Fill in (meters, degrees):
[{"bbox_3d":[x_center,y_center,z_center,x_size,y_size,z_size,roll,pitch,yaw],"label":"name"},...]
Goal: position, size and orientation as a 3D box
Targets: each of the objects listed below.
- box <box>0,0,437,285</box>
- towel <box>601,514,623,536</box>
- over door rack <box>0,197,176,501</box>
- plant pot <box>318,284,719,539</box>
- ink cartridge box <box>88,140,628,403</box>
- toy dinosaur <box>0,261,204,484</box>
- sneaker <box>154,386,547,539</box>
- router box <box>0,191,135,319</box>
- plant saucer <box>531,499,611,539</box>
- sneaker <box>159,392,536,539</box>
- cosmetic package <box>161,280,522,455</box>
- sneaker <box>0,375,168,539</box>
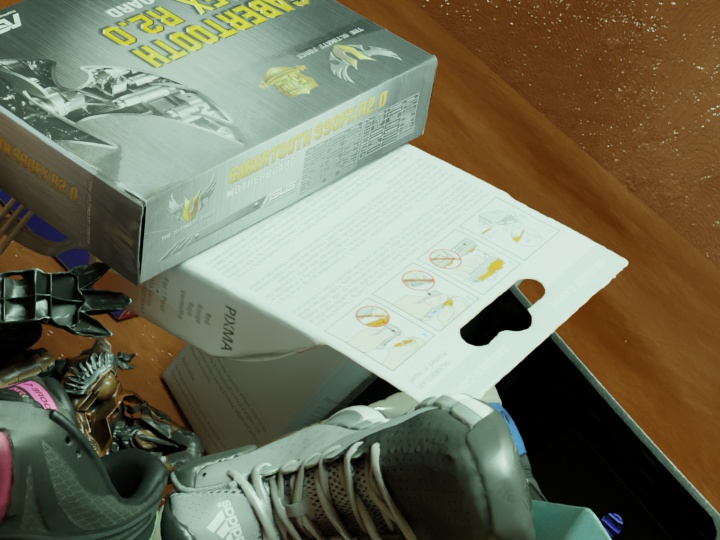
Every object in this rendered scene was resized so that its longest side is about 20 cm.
[{"bbox_3d":[-0.087,-0.085,0.947,0.158,0.048,0.200,33,43,29],"label":"box"},{"bbox_3d":[0.090,0.137,1.284,0.200,0.050,0.148,43,-16,1],"label":"towel"},{"bbox_3d":[-0.121,0.013,1.039,0.200,0.148,0.067,38,21,-12],"label":"over door rack"},{"bbox_3d":[0.087,0.153,1.105,0.200,0.200,0.177,49,6,27],"label":"plant pot"},{"bbox_3d":[0.000,0.000,0.935,0.200,0.050,0.162,31,42,21],"label":"ink cartridge box"},{"bbox_3d":[-0.166,0.062,0.912,0.199,0.136,0.103,-2,77,-24],"label":"toy dinosaur"},{"bbox_3d":[-0.002,0.134,0.980,0.111,0.199,0.077,62,-18,22],"label":"sneaker"},{"bbox_3d":[-0.173,-0.061,1.292,0.200,0.049,0.179,44,16,9],"label":"router box"},{"bbox_3d":[0.077,0.122,0.787,0.070,0.019,0.200,57,-9,-1],"label":"plant saucer"},{"bbox_3d":[-0.016,0.098,0.781,0.200,0.115,0.075,164,-88,-70],"label":"sneaker"},{"bbox_3d":[-0.012,0.032,1.146,0.081,0.200,0.113,25,23,-45],"label":"cosmetic package"},{"bbox_3d":[-0.147,0.070,0.725,0.077,0.084,0.200,23,-3,38],"label":"sneaker"}]
